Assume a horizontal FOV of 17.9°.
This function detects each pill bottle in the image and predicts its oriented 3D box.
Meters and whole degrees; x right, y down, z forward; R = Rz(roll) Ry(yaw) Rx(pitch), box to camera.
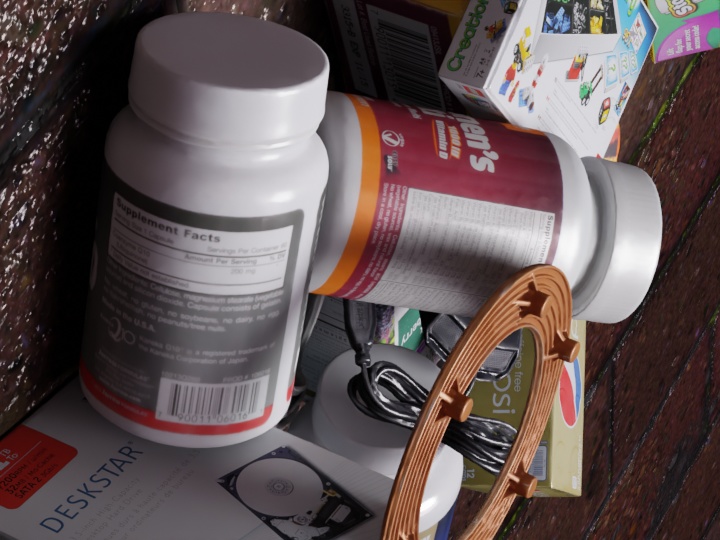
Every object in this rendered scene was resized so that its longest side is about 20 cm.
[{"bbox_3d":[0.057,-0.030,1.258,0.110,0.200,0.110,-171,-90,-68],"label":"pill bottle"},{"bbox_3d":[-0.078,-0.022,1.160,0.114,0.114,0.200,-36,143,-54],"label":"pill bottle"},{"bbox_3d":[0.003,0.139,1.404,0.111,0.111,0.200,-50,160,-39],"label":"pill bottle"}]

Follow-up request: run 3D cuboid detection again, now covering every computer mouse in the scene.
[{"bbox_3d":[0.039,0.014,1.334,0.140,0.046,0.200,23,59,-34],"label":"computer mouse"}]

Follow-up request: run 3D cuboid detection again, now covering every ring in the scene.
[{"bbox_3d":[0.066,0.092,1.192,0.200,0.019,0.201,-50,152,-38],"label":"ring"}]

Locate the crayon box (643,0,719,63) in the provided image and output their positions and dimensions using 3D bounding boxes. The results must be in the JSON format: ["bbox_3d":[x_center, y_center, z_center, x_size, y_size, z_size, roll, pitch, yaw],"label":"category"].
[{"bbox_3d":[0.195,-0.265,1.530,0.200,0.058,0.173,67,9,-63],"label":"crayon box"}]

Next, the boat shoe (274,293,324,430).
[{"bbox_3d":[-0.064,0.064,1.344,0.074,0.065,0.200,-19,128,-64],"label":"boat shoe"}]

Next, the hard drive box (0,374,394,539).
[{"bbox_3d":[-0.093,0.144,1.164,0.156,0.200,0.077,-45,148,-48],"label":"hard drive box"}]

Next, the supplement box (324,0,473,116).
[{"bbox_3d":[0.071,-0.196,1.363,0.200,0.103,0.131,-57,154,-25],"label":"supplement box"}]

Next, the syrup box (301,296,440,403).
[{"bbox_3d":[0.000,0.000,1.416,0.079,0.081,0.200,-50,151,-36],"label":"syrup box"}]

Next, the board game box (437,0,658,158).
[{"bbox_3d":[0.113,-0.129,1.329,0.126,0.035,0.200,-66,154,-9],"label":"board game box"}]

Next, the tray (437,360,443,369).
[{"bbox_3d":[0.051,0.081,1.579,0.107,0.022,0.200,-114,-142,-56],"label":"tray"}]

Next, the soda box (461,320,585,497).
[{"bbox_3d":[0.103,0.040,1.441,0.068,0.064,0.201,25,66,-66],"label":"soda box"}]

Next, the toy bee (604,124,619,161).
[{"bbox_3d":[0.145,-0.032,1.571,0.108,0.131,0.200,11,109,-30],"label":"toy bee"}]
